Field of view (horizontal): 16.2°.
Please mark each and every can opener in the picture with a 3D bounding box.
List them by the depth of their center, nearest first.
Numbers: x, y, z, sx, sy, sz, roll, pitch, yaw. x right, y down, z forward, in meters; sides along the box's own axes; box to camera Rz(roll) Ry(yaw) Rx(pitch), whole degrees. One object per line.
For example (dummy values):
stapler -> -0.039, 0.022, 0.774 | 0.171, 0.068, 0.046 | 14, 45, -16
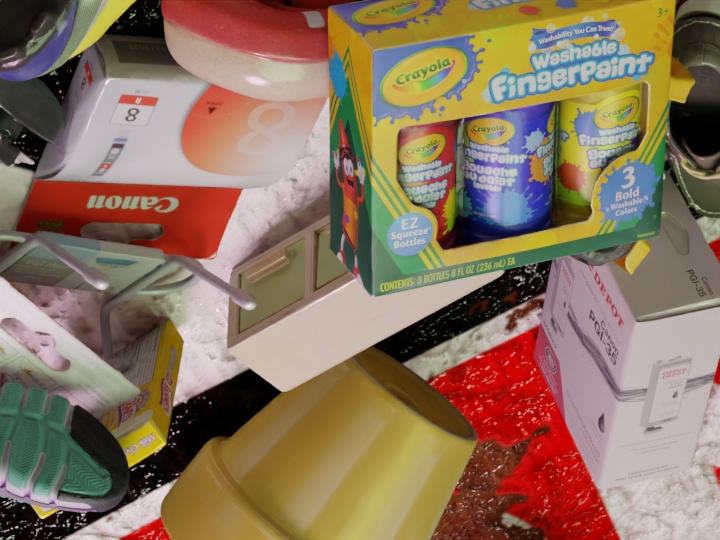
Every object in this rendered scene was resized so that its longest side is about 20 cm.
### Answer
can opener -> -0.262, -0.121, 1.538 | 0.200, 0.053, 0.067 | 36, 79, -50

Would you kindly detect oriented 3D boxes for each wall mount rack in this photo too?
wall mount rack -> -0.171, 0.013, 1.682 | 0.200, 0.075, 0.174 | 8, 155, -38

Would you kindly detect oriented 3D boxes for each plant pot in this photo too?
plant pot -> -0.018, 0.161, 1.892 | 0.201, 0.201, 0.189 | 26, 104, -45

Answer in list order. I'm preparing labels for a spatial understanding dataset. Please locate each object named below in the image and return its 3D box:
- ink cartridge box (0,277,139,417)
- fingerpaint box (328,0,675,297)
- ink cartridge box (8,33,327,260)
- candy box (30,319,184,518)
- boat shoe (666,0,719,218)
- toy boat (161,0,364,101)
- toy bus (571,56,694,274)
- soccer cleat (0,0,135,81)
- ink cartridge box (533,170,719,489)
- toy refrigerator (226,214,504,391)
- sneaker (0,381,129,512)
ink cartridge box -> -0.270, 0.062, 1.665 | 0.200, 0.050, 0.162 | -28, 130, 25
fingerpaint box -> 0.085, -0.088, 1.524 | 0.199, 0.073, 0.167 | -11, 121, -20
ink cartridge box -> -0.130, -0.065, 1.665 | 0.162, 0.050, 0.200 | 1, 133, -29
candy box -> -0.173, 0.099, 1.736 | 0.102, 0.200, 0.026 | -29, 106, 9
boat shoe -> 0.246, -0.103, 1.800 | 0.072, 0.060, 0.202 | 6, 141, 15
toy boat -> -0.025, -0.181, 1.554 | 0.199, 0.130, 0.131 | -9, 109, -21
toy bus -> 0.149, -0.125, 1.667 | 0.200, 0.136, 0.192 | 39, 94, -32
soccer cleat -> -0.149, -0.186, 1.520 | 0.200, 0.065, 0.084 | -36, 171, 7
ink cartridge box -> 0.202, 0.043, 1.895 | 0.083, 0.147, 0.200 | -11, 140, -15
toy refrigerator -> 0.000, 0.000, 1.748 | 0.200, 0.076, 0.070 | -29, 131, 29
sneaker -> -0.248, 0.115, 1.633 | 0.199, 0.075, 0.088 | 21, 145, -3
